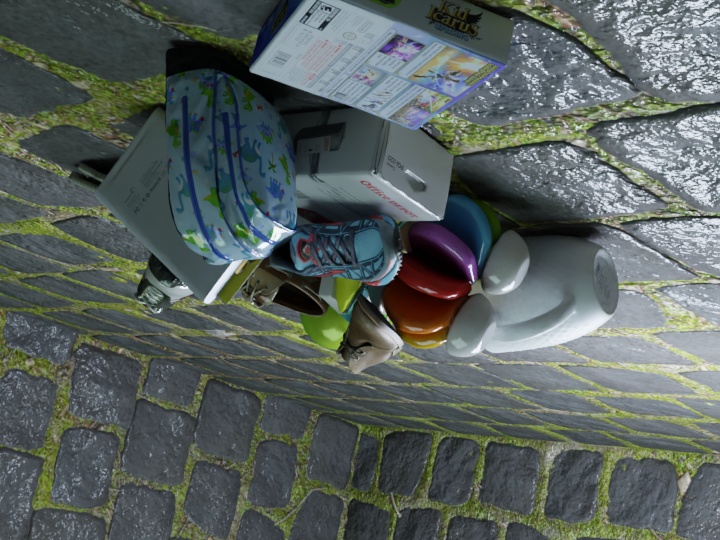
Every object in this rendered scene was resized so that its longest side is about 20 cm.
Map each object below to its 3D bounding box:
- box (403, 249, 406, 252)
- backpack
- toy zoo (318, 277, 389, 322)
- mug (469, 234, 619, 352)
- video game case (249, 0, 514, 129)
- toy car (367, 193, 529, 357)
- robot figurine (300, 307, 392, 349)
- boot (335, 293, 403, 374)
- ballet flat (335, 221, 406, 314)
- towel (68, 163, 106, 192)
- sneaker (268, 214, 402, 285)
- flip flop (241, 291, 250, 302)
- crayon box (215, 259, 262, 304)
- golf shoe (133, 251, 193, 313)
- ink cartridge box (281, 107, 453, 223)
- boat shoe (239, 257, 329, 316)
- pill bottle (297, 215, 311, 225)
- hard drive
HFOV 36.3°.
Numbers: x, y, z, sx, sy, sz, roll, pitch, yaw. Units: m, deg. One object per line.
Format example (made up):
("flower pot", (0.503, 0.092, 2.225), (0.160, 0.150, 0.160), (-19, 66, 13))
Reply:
("box", (0.079, -0.025, 1.602), (0.158, 0.050, 0.200), (12, 165, 14))
("backpack", (-0.136, -0.108, 1.143), (0.151, 0.204, 0.163), (5, 164, 22))
("toy zoo", (0.000, 0.000, 1.440), (0.020, 0.133, 0.200), (6, 158, 28))
("mug", (0.235, 0.037, 1.437), (0.173, 0.150, 0.200), (-10, -161, 34))
("video game case", (0.013, -0.200, 0.981), (0.178, 0.046, 0.200), (18, 165, -18))
("toy car", (0.099, -0.006, 1.351), (0.173, 0.202, 0.150), (27, 172, 24))
("robot figurine", (-0.030, 0.049, 1.717), (0.173, 0.117, 0.200), (28, -158, -2))
("boot", (0.006, 0.088, 1.364), (0.074, 0.075, 0.200), (52, 174, 17))
("ballet flat", (0.010, -0.043, 1.344), (0.066, 0.202, 0.067), (32, -164, -6))
("towel", (-0.309, -0.098, 1.609), (0.198, 0.035, 0.191), (20, 177, 44))
("sneaker", (-0.033, -0.018, 1.255), (0.094, 0.081, 0.198), (-7, -179, -39))
("flip flop", (-0.066, 0.014, 1.491), (0.197, 0.059, 0.081), (-20, -179, -24))
("crayon box", (-0.182, -0.066, 1.314), (0.200, 0.127, 0.051), (42, -176, 19))
("golf shoe", (-0.242, 0.019, 1.379), (0.077, 0.089, 0.200), (39, 179, -4))
("ink cartridge box", (-0.014, -0.116, 1.249), (0.197, 0.086, 0.145), (3, 164, 38))
("boat shoe", (-0.120, 0.006, 1.379), (0.197, 0.073, 0.076), (15, 145, -19))
("pill bottle", (-0.151, -0.080, 1.434), (0.196, 0.119, 0.117), (10, 166, 8))
("hard drive", (-0.206, -0.077, 1.281), (0.199, 0.133, 0.025), (41, -173, 19))
